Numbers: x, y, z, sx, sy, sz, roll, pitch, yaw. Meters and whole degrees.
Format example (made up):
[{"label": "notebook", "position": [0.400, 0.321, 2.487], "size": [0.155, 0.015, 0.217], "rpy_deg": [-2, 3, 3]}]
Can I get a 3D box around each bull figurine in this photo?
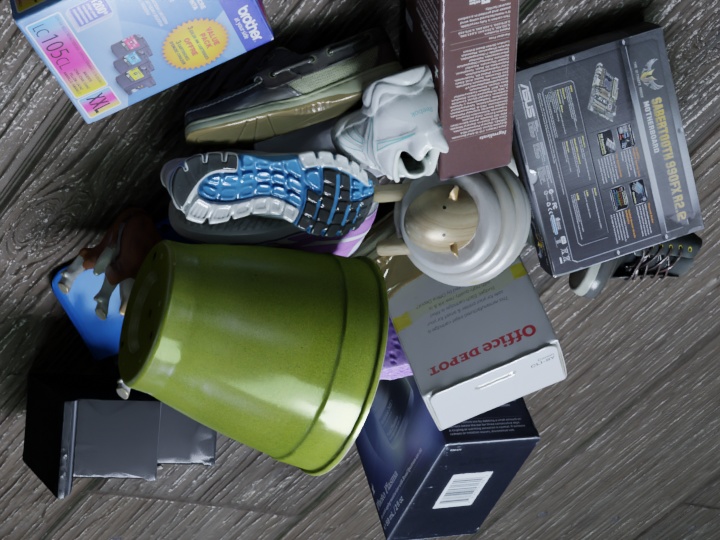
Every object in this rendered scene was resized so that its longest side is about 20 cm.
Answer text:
[{"label": "bull figurine", "position": [-0.190, 0.043, 1.458], "size": [0.065, 0.201, 0.121], "rpy_deg": [-10, -155, 50]}]

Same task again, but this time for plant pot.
[{"label": "plant pot", "position": [-0.105, 0.061, 1.378], "size": [0.191, 0.202, 0.201], "rpy_deg": [16, 133, -22]}]

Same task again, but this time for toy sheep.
[{"label": "toy sheep", "position": [0.092, -0.050, 1.441], "size": [0.138, 0.139, 0.200], "rpy_deg": [-39, 172, 24]}]

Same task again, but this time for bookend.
[{"label": "bookend", "position": [-0.219, 0.162, 1.551], "size": [0.198, 0.093, 0.198], "rpy_deg": [3, -178, -22]}]

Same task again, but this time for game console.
[{"label": "game console", "position": [-0.180, 0.018, 1.555], "size": [0.198, 0.120, 0.171], "rpy_deg": [-24, 177, 5]}]

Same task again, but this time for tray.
[{"label": "tray", "position": [0.000, -0.124, 1.456], "size": [0.198, 0.022, 0.108], "rpy_deg": [-18, 146, -5]}]

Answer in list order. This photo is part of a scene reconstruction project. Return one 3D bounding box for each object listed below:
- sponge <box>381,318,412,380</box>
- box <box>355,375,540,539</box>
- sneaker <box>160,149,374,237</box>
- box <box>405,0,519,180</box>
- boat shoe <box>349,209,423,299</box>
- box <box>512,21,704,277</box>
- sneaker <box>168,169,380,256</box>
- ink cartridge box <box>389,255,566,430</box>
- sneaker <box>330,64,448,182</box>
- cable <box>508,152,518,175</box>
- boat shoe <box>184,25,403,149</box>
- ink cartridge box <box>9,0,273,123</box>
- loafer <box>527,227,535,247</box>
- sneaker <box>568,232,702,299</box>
[{"label": "sponge", "position": [0.027, 0.061, 1.642], "size": [0.197, 0.112, 0.030], "rpy_deg": [-11, 146, -15]}, {"label": "box", "position": [0.080, 0.161, 1.729], "size": [0.122, 0.200, 0.201], "rpy_deg": [-1, 141, -24]}, {"label": "sneaker", "position": [-0.084, -0.078, 1.379], "size": [0.198, 0.086, 0.076], "rpy_deg": [7, 100, -27]}, {"label": "box", "position": [0.084, -0.187, 1.327], "size": [0.074, 0.101, 0.201], "rpy_deg": [-15, 137, -9]}, {"label": "boat shoe", "position": [0.000, -0.002, 1.542], "size": [0.200, 0.063, 0.073], "rpy_deg": [-38, 133, -5]}, {"label": "box", "position": [0.224, -0.113, 1.468], "size": [0.157, 0.048, 0.202], "rpy_deg": [-18, 106, -6]}, {"label": "sneaker", "position": [-0.083, -0.033, 1.456], "size": [0.198, 0.073, 0.115], "rpy_deg": [-3, 147, -16]}, {"label": "ink cartridge box", "position": [0.103, 0.038, 1.573], "size": [0.144, 0.202, 0.084], "rpy_deg": [-23, 146, 3]}, {"label": "sneaker", "position": [0.025, -0.109, 1.353], "size": [0.070, 0.081, 0.200], "rpy_deg": [-21, 175, -14]}, {"label": "cable", "position": [0.161, -0.091, 1.557], "size": [0.199, 0.050, 0.097], "rpy_deg": [25, 113, -45]}, {"label": "boat shoe", "position": [-0.061, -0.158, 1.340], "size": [0.198, 0.067, 0.072], "rpy_deg": [-17, 171, -11]}, {"label": "ink cartridge box", "position": [-0.155, -0.215, 1.203], "size": [0.198, 0.077, 0.137], "rpy_deg": [-26, 146, 3]}, {"label": "loafer", "position": [0.232, -0.097, 1.539], "size": [0.075, 0.070, 0.202], "rpy_deg": [-2, 125, -47]}, {"label": "sneaker", "position": [0.285, -0.017, 1.588], "size": [0.075, 0.106, 0.200], "rpy_deg": [-57, 177, 39]}]
